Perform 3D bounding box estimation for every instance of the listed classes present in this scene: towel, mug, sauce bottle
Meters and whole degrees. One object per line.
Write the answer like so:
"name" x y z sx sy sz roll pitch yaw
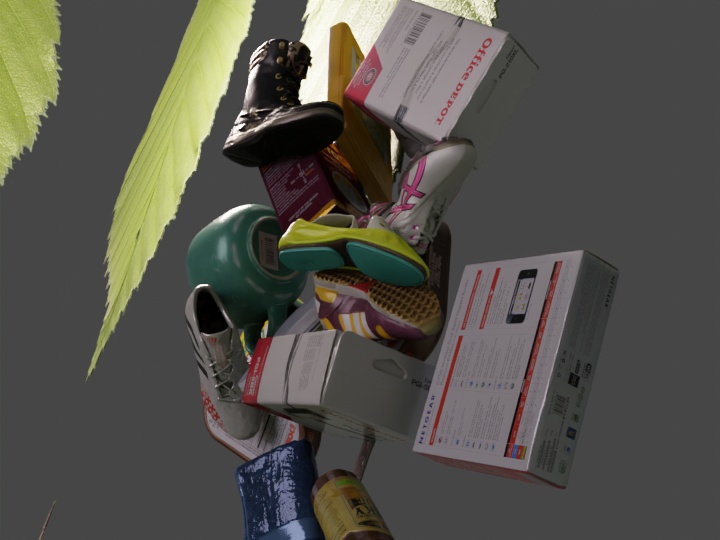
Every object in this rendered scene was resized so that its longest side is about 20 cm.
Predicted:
"towel" -0.088 0.302 1.057 0.111 0.048 0.203 -30 52 27
"mug" -0.135 0.002 1.250 0.114 0.186 0.152 -27 16 44
"sauce bottle" 0.003 0.282 0.945 0.065 0.064 0.200 -60 28 9

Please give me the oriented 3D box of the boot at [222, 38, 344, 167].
"boot" -0.090 -0.221 1.163 0.198 0.073 0.153 -13 59 45

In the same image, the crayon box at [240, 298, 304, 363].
"crayon box" -0.135 0.136 1.332 0.203 0.058 0.172 -64 26 1

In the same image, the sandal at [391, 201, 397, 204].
"sandal" 0.000 0.000 1.212 0.202 0.045 0.075 -60 26 10

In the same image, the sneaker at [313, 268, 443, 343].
"sneaker" 0.022 0.056 1.030 0.199 0.074 0.092 23 125 50

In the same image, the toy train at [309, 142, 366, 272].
"toy train" -0.049 -0.095 1.347 0.203 0.086 0.114 -65 20 0

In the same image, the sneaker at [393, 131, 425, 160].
"sneaker" 0.057 -0.209 1.245 0.075 0.081 0.201 -55 28 18

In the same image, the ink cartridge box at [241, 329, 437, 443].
"ink cartridge box" -0.025 0.132 1.030 0.199 0.145 0.084 -13 58 59

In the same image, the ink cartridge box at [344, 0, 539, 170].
"ink cartridge box" 0.095 -0.229 1.115 0.199 0.084 0.146 35 94 45

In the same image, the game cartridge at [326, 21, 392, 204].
"game cartridge" 0.002 -0.210 1.260 0.032 0.177 0.203 -16 48 17

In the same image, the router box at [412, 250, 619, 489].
"router box" 0.142 0.088 0.866 0.179 0.048 0.203 -7 61 60

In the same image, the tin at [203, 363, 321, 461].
"tin" -0.133 0.193 1.204 0.198 0.042 0.114 22 95 40

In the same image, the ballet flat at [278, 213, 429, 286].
"ballet flat" -0.005 -0.031 1.022 0.197 0.067 0.068 6 55 33

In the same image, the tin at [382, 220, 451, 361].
"tin" 0.058 0.022 1.096 0.112 0.041 0.203 -40 35 48

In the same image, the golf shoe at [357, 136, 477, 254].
"golf shoe" 0.071 -0.064 1.045 0.200 0.072 0.093 -48 51 35

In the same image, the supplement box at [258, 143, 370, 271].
"supplement box" -0.054 -0.096 1.189 0.085 0.110 0.202 -40 45 17

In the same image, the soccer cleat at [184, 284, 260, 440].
"soccer cleat" -0.174 0.113 1.151 0.085 0.067 0.203 118 135 -66

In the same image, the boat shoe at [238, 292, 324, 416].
"boat shoe" -0.076 0.098 1.164 0.200 0.062 0.072 -49 15 -32
